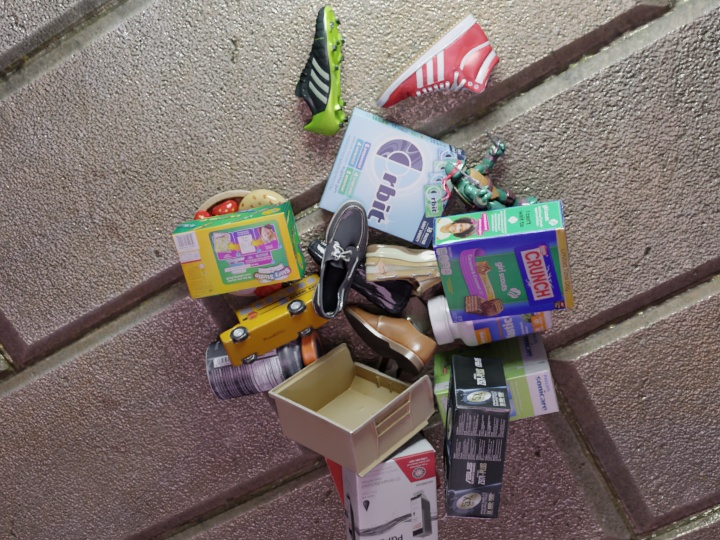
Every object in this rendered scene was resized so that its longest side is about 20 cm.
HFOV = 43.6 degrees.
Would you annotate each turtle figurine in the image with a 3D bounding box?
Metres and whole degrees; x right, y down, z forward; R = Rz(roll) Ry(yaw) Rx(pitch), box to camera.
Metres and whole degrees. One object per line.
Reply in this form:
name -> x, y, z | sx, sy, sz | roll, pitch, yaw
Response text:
turtle figurine -> 0.203, -0.136, 1.440 | 0.199, 0.151, 0.100 | 36, 140, -24

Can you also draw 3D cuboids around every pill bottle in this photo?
pill bottle -> -0.166, 0.160, 1.603 | 0.197, 0.106, 0.108 | -12, 111, 8
pill bottle -> 0.219, 0.066, 1.534 | 0.197, 0.112, 0.113 | -14, 111, 9

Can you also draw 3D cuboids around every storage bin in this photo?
storage bin -> -0.010, 0.222, 1.498 | 0.198, 0.198, 0.095 | 16, 126, 42

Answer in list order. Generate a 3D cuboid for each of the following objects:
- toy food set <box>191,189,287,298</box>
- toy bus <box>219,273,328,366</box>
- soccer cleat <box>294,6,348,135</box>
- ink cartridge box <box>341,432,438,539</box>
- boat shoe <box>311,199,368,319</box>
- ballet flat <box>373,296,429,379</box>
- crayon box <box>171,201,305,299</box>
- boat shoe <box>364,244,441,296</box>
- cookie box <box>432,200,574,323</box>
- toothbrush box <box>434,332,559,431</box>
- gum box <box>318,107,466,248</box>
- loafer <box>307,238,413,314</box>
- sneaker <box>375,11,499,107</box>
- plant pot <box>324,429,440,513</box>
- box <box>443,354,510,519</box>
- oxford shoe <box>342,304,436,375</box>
toy food set -> -0.201, -0.041, 1.553 | 0.197, 0.049, 0.201 | -5, 112, 6
toy bus -> -0.145, 0.085, 1.544 | 0.198, 0.078, 0.066 | -25, 131, -10
soccer cleat -> -0.066, -0.313, 1.426 | 0.080, 0.068, 0.203 | 5, 114, 16
ink cartridge box -> 0.051, 0.389, 1.503 | 0.145, 0.083, 0.203 | -9, 107, -17
boat shoe -> -0.029, -0.014, 1.478 | 0.072, 0.063, 0.203 | 16, 98, -12
ballet flat -> 0.073, 0.144, 1.603 | 0.067, 0.062, 0.202 | 19, 112, -4
crayon box -> -0.201, -0.032, 1.498 | 0.197, 0.058, 0.120 | -10, 112, 8
boat shoe -> 0.103, 0.005, 1.522 | 0.197, 0.072, 0.077 | 6, 82, -7
cookie box -> 0.225, -0.011, 1.401 | 0.197, 0.076, 0.172 | -8, 131, 12
toothbrush box -> 0.232, 0.193, 1.567 | 0.197, 0.146, 0.087 | -15, 111, 9
gum box -> 0.051, -0.151, 1.492 | 0.198, 0.045, 0.172 | 20, 112, -6
loafer -> 0.000, 0.000, 1.553 | 0.199, 0.068, 0.071 | 33, 82, -5
sneaker -> 0.126, -0.296, 1.414 | 0.199, 0.071, 0.113 | -39, 102, 15
plant pot -> 0.036, 0.332, 1.622 | 0.174, 0.200, 0.202 | -19, 110, -1
box -> 0.181, 0.262, 1.432 | 0.085, 0.164, 0.203 | 3, 114, 2
oxford shoe -> 0.050, 0.107, 1.557 | 0.071, 0.199, 0.072 | -44, 143, -20
